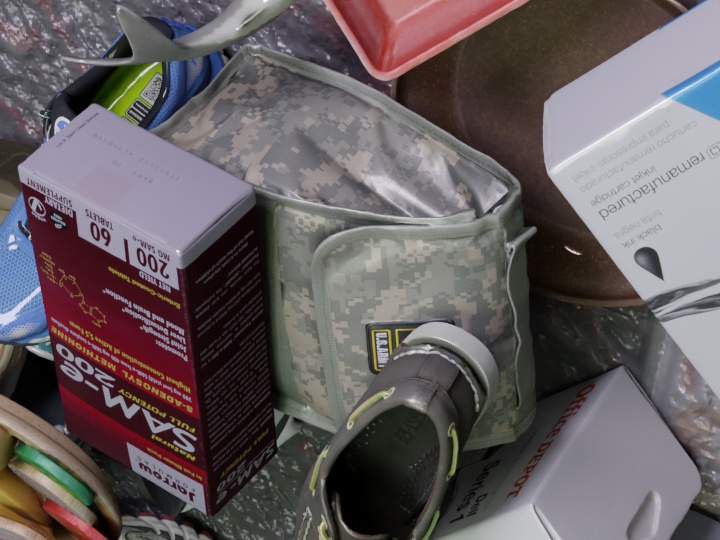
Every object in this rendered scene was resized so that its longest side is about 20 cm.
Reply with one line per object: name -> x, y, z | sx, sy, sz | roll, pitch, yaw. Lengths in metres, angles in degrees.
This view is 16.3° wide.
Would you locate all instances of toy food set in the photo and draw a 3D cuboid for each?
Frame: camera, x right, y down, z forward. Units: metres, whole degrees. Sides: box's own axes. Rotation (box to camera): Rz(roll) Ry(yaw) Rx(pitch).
toy food set -> -0.225, 0.117, 1.459 | 0.198, 0.049, 0.200 | 35, 154, -19

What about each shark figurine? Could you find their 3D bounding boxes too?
shark figurine -> -0.049, -0.173, 1.259 | 0.128, 0.215, 0.089 | 29, 178, -30

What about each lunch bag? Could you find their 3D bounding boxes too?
lunch bag -> 0.000, 0.000, 1.298 | 0.200, 0.118, 0.164 | 22, 140, 28

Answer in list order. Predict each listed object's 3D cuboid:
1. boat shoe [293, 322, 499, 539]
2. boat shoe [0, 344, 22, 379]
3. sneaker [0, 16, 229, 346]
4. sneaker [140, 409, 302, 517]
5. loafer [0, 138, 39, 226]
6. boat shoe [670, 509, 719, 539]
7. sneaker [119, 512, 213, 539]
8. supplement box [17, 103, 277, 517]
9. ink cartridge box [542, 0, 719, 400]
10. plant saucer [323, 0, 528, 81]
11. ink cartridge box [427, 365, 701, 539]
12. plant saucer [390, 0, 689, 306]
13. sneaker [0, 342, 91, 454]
boat shoe -> 0.006, 0.113, 1.264 | 0.072, 0.060, 0.202 | 31, 130, 6
boat shoe -> -0.256, 0.031, 1.498 | 0.200, 0.072, 0.065 | 12, 172, 45
sneaker -> -0.151, -0.053, 1.334 | 0.078, 0.089, 0.200 | 30, 87, 24
sneaker -> -0.076, 0.090, 1.469 | 0.074, 0.088, 0.200 | 68, 154, 7
loafer -> -0.177, -0.030, 1.443 | 0.200, 0.076, 0.068 | 15, 128, 31
boat shoe -> 0.232, 0.207, 1.383 | 0.200, 0.072, 0.066 | 27, 135, 10
sneaker -> -0.098, 0.227, 1.563 | 0.200, 0.082, 0.078 | 37, 131, 2
supplement box -> -0.105, 0.023, 1.282 | 0.109, 0.061, 0.200 | 28, 144, 27
ink cartridge box -> 0.201, -0.028, 1.192 | 0.146, 0.086, 0.200 | -31, 112, 20
plant saucer -> 0.041, -0.222, 1.179 | 0.199, 0.037, 0.200 | -29, 106, 13
ink cartridge box -> 0.069, 0.148, 1.379 | 0.200, 0.146, 0.084 | -27, 104, 37
plant saucer -> 0.113, -0.075, 1.278 | 0.200, 0.037, 0.201 | 13, 126, 19
sneaker -> -0.197, 0.088, 1.509 | 0.070, 0.093, 0.200 | 21, 128, 2
